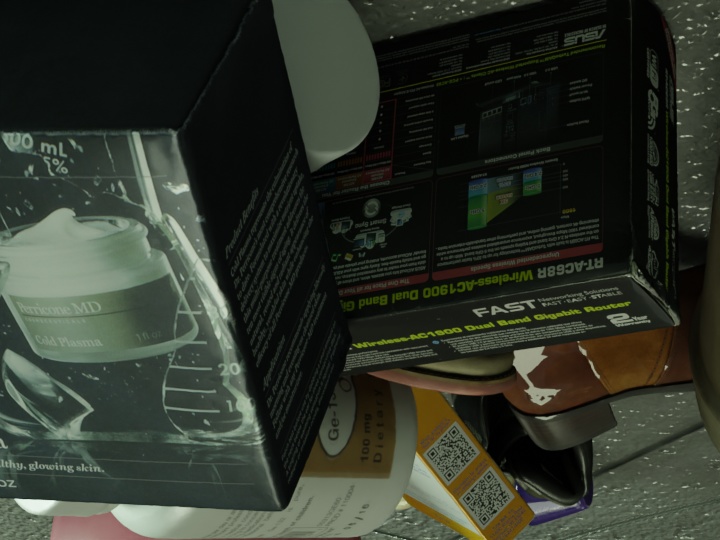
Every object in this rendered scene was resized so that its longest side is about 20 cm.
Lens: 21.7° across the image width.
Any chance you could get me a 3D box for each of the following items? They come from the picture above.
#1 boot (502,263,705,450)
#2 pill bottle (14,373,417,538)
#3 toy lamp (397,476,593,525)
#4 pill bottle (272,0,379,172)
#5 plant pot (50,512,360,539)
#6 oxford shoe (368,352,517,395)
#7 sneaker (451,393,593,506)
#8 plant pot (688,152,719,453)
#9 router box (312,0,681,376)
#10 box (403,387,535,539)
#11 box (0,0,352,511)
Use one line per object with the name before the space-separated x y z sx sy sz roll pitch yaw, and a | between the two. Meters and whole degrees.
boot | 0.139 -0.014 1.033 0.188 0.069 0.200 -24 129 4
pill bottle | -0.079 0.082 0.980 0.200 0.114 0.114 6 158 -37
toy lamp | 0.077 0.167 1.431 0.200 0.058 0.058 -4 153 22
pill bottle | -0.093 -0.069 0.899 0.114 0.114 0.200 26 148 -37
plant pot | -0.095 0.130 1.238 0.200 0.179 0.200 4 154 2
oxford shoe | 0.000 0.000 0.988 0.200 0.075 0.070 28 -156 23
sneaker | 0.104 0.109 1.239 0.076 0.114 0.199 11 156 -9
plant pot | 0.249 -0.007 0.920 0.200 0.200 0.174 -5 135 19
router box | 0.052 -0.038 0.898 0.200 0.150 0.062 -10 151 28
box | 0.015 0.080 1.150 0.200 0.041 0.119 54 165 -24
box | -0.126 -0.011 0.794 0.200 0.124 0.197 0 127 17
